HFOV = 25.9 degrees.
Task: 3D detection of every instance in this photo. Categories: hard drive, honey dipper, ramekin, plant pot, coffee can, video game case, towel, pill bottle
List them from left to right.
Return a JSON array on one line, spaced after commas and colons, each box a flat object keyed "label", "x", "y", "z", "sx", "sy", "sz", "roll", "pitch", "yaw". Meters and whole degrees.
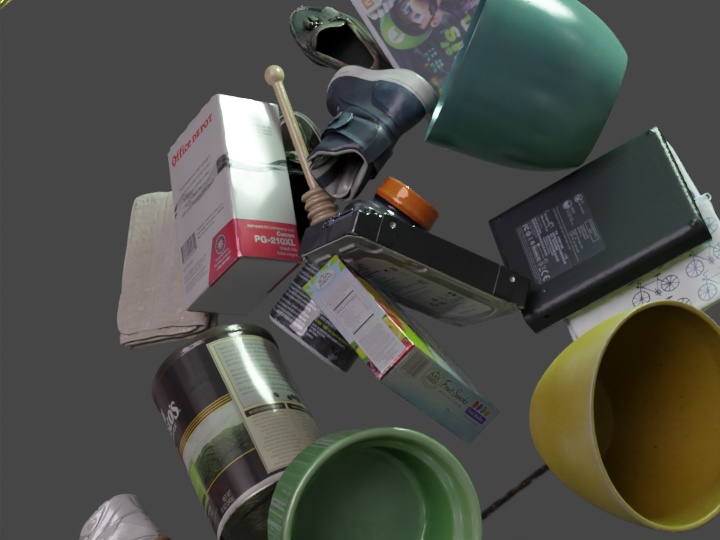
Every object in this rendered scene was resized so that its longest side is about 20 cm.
[{"label": "towel", "x": -0.218, "y": -0.007, "z": 1.843, "sx": 0.131, "sy": 0.034, "sz": 0.203, "roll": -9, "pitch": 62, "yaw": 25}, {"label": "coffee can", "x": -0.115, "y": 0.177, "z": 1.619, "sx": 0.146, "sy": 0.146, "sz": 0.201, "roll": -38, "pitch": 54, "yaw": 9}, {"label": "honey dipper", "x": -0.066, "y": -0.135, "z": 1.723, "sx": 0.038, "sy": 0.038, "sz": 0.202, "roll": -24, "pitch": 77, "yaw": 18}, {"label": "pill bottle", "x": 0.000, "y": 0.000, "z": 1.664, "sx": 0.106, "sy": 0.106, "sz": 0.201, "roll": 34, "pitch": 86, "yaw": 37}, {"label": "ramekin", "x": 0.007, "y": 0.245, "z": 1.484, "sx": 0.202, "sy": 0.199, "sz": 0.098, "roll": -62, "pitch": 18, "yaw": -9}, {"label": "hard drive", "x": 0.051, "y": -0.001, "z": 1.549, "sx": 0.139, "sy": 0.198, "sz": 0.038, "roll": -20, "pitch": 49, "yaw": 62}, {"label": "video game case", "x": 0.115, "y": -0.263, "z": 1.699, "sx": 0.181, "sy": 0.023, "sz": 0.201, "roll": -33, "pitch": 96, "yaw": 13}, {"label": "plant pot", "x": 0.176, "y": -0.194, "z": 1.596, "sx": 0.159, "sy": 0.201, "sz": 0.203, "roll": 22, "pitch": 76, "yaw": -1}, {"label": "hard drive", "x": 0.236, "y": -0.042, "z": 1.565, "sx": 0.199, "sy": 0.033, "sz": 0.141, "roll": -30, "pitch": 50, "yaw": 16}, {"label": "plant pot", "x": 0.236, "y": 0.135, "z": 1.426, "sx": 0.141, "sy": 0.199, "sz": 0.202, "roll": -12, "pitch": 58, "yaw": 56}]

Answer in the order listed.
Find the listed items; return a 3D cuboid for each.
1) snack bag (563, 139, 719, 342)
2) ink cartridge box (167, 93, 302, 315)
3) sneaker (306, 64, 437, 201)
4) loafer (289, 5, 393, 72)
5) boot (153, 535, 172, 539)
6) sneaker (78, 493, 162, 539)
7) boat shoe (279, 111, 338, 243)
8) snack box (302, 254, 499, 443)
[{"label": "snack bag", "x": 0.271, "y": -0.021, "z": 1.567, "sx": 0.187, "sy": 0.021, "sz": 0.202, "roll": -32, "pitch": 55, "yaw": 15}, {"label": "ink cartridge box", "x": -0.144, "y": -0.072, "z": 1.748, "sx": 0.145, "sy": 0.083, "sz": 0.203, "roll": -40, "pitch": 52, "yaw": 50}, {"label": "sneaker", "x": -0.017, "y": -0.150, "z": 1.718, "sx": 0.147, "sy": 0.077, "sz": 0.202, "roll": -52, "pitch": 22, "yaw": -14}, {"label": "loafer", "x": -0.022, "y": -0.266, "z": 1.833, "sx": 0.072, "sy": 0.063, "sz": 0.200, "roll": -49, "pitch": 53, "yaw": 0}, {"label": "boot", "x": -0.165, "y": 0.378, "z": 1.600, "sx": 0.153, "sy": 0.073, "sz": 0.203, "roll": -1, "pitch": 78, "yaw": 31}, {"label": "sneaker", "x": -0.288, "y": 0.342, "z": 1.687, "sx": 0.099, "sy": 0.078, "sz": 0.201, "roll": 39, "pitch": 90, "yaw": 34}, {"label": "boat shoe", "x": -0.068, "y": -0.107, "z": 1.782, "sx": 0.070, "sy": 0.064, "sz": 0.202, "roll": -27, "pitch": 56, "yaw": 17}, {"label": "snack box", "x": 0.042, "y": 0.079, "z": 1.540, "sx": 0.053, "sy": 0.200, "sz": 0.142, "roll": -44, "pitch": 53, "yaw": 5}]
